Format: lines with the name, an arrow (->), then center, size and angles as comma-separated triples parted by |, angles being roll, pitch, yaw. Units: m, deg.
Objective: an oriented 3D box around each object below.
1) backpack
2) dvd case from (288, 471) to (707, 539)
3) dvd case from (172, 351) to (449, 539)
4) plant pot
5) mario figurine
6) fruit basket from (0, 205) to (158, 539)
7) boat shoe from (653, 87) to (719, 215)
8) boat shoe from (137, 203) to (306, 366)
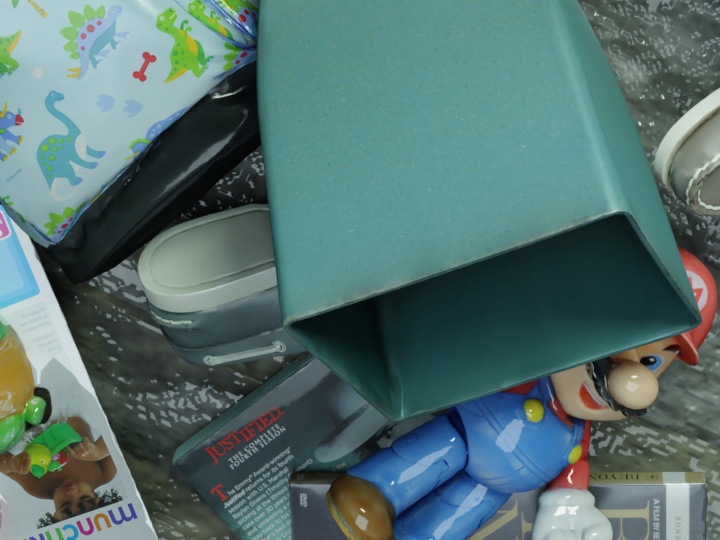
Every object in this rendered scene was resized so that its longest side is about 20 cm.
backpack -> -0.138, -0.110, 1.110 | 0.163, 0.154, 0.200 | -38, 89, 16
dvd case -> 0.067, 0.168, 1.226 | 0.198, 0.016, 0.150 | -1, 110, 5
dvd case -> 0.026, 0.123, 1.233 | 0.146, 0.022, 0.200 | -37, 104, 16
plant pot -> 0.036, -0.068, 1.048 | 0.140, 0.141, 0.201 | -18, 67, 13
mario figurine -> 0.082, 0.068, 1.138 | 0.200, 0.123, 0.106 | -44, 68, 6
fruit basket -> -0.210, 0.084, 1.195 | 0.184, 0.094, 0.201 | -18, 99, 12
boat shoe -> 0.224, -0.058, 1.087 | 0.199, 0.060, 0.072 | -15, 145, -15
boat shoe -> 0.000, 0.000, 1.168 | 0.198, 0.073, 0.062 | -11, 131, 0
